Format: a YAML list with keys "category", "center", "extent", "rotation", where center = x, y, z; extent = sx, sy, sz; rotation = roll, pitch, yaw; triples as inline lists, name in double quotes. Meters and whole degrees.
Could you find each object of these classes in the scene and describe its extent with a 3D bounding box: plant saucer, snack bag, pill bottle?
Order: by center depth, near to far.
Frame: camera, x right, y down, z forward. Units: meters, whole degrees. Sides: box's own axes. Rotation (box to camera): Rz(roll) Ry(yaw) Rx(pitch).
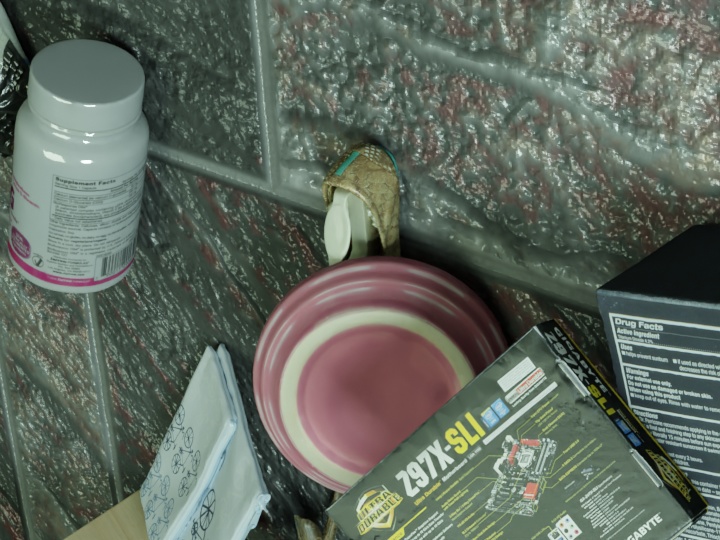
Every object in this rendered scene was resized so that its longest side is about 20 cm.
- category: "plant saucer"
  center: [0.016, 0.090, 1.469]
  extent: [0.200, 0.051, 0.201]
  rotation: [2, 110, 5]
- category: "pill bottle"
  center: [-0.240, -0.089, 1.653]
  extent: [0.113, 0.113, 0.200]
  rotation: [35, 134, 25]
- category: "snack bag"
  center: [-0.140, 0.194, 1.687]
  extent: [0.189, 0.021, 0.200]
  rotation: [-61, 31, 30]

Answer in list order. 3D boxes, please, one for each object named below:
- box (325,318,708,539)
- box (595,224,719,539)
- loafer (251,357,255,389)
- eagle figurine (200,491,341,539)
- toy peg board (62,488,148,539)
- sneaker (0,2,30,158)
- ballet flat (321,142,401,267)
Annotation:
- category: "box"
  center: [0.099, 0.155, 1.257]
  extent: [0.200, 0.049, 0.160]
  rotation: [-44, 76, 20]
- category: "box"
  center: [0.276, 0.086, 1.225]
  extent: [0.200, 0.123, 0.199]
  rotation: [7, 120, 44]
- category: "loafer"
  center: [0.011, 0.106, 1.563]
  extent: [0.200, 0.071, 0.073]
  rotation: [28, 104, 16]
- category: "eagle figurine"
  center: [-0.100, 0.268, 1.727]
  extent: [0.200, 0.152, 0.151]
  rotation: [-1, 133, 40]
- category: "toy peg board"
  center: [-0.228, 0.341, 1.859]
  extent: [0.200, 0.199, 0.098]
  rotation: [56, 156, 3]
- category: "sneaker"
  center: [-0.338, -0.196, 1.734]
  extent: [0.072, 0.072, 0.200]
  rotation: [-126, 15, -66]
- category: "ballet flat"
  center: [0.000, 0.000, 1.500]
  extent: [0.070, 0.065, 0.200]
  rotation: [13, 123, 39]
